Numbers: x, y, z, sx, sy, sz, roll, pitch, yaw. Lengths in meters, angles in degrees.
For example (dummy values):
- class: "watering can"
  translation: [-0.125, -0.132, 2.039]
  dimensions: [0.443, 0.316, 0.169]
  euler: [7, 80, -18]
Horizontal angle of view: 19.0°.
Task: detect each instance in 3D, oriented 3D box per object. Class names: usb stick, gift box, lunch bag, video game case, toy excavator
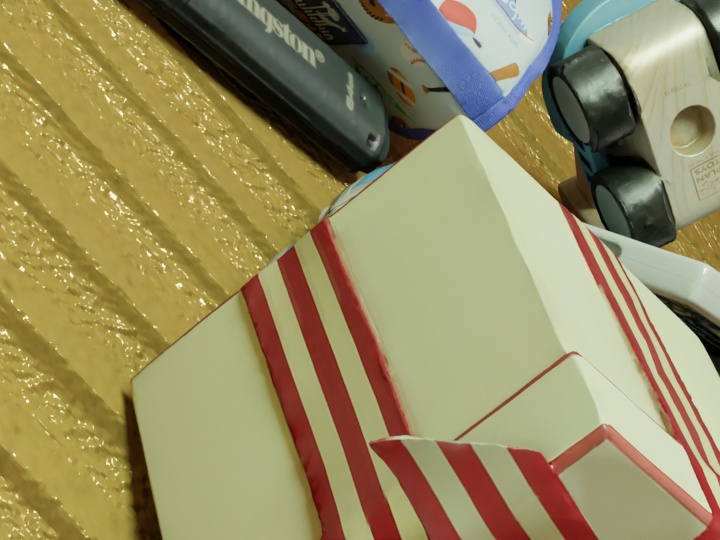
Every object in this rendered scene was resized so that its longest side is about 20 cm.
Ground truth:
- class: "usb stick"
  translation: [-0.056, -0.111, 0.966]
  dimensions: [0.200, 0.033, 0.056]
  euler: [38, 28, -37]
- class: "gift box"
  translation: [0.028, 0.087, 0.704]
  dimensions: [0.200, 0.184, 0.187]
  euler: [33, 23, -36]
- class: "lunch bag"
  translation: [0.015, -0.165, 1.066]
  dimensions: [0.170, 0.124, 0.200]
  euler: [50, 17, -19]
- class: "video game case"
  translation: [0.147, 0.014, 1.079]
  dimensions: [0.181, 0.023, 0.200]
  euler: [22, -5, 43]
- class: "toy excavator"
  translation: [0.143, -0.073, 1.138]
  dimensions: [0.195, 0.100, 0.200]
  euler: [66, -8, -28]

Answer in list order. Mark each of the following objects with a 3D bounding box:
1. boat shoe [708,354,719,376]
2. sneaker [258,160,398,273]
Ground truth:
- class: "boat shoe"
  translation: [0.116, 0.074, 1.034]
  dimensions: [0.199, 0.091, 0.071]
  euler: [23, 30, -8]
- class: "sneaker"
  translation: [0.000, 0.000, 0.912]
  dimensions: [0.200, 0.072, 0.072]
  euler: [-32, 117, -56]
